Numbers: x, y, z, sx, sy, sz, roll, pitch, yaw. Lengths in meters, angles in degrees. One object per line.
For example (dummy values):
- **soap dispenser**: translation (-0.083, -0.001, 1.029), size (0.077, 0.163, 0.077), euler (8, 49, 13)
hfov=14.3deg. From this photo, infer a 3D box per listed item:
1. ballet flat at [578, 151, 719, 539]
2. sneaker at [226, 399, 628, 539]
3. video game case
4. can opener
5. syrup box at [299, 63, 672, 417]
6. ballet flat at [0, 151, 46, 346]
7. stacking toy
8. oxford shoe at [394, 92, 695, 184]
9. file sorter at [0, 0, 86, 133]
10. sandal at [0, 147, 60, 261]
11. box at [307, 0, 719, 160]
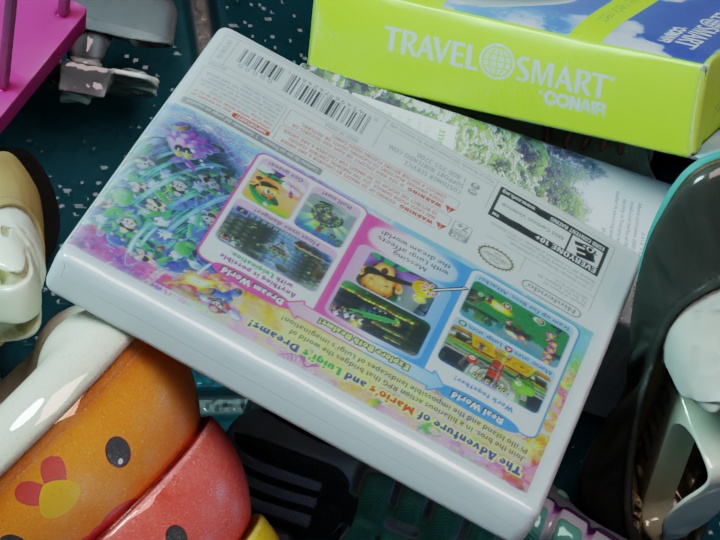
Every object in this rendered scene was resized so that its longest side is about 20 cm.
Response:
- **ballet flat**: translation (0.139, 0.045, 1.152), size (0.068, 0.200, 0.068), euler (-10, 46, -21)
- **sneaker**: translation (0.046, 0.082, 1.181), size (0.199, 0.075, 0.088), euler (23, 51, -2)
- **video game case**: translation (0.000, 0.000, 1.113), size (0.200, 0.024, 0.182), euler (29, 37, 0)
- **can opener**: translation (-0.179, -0.111, 1.230), size (0.199, 0.053, 0.067), euler (12, 86, -10)
- **syrup box**: translation (0.050, -0.009, 1.229), size (0.199, 0.081, 0.079), euler (18, 56, -8)
- **ballet flat**: translation (-0.154, 0.024, 1.083), size (0.063, 0.069, 0.200), euler (3, 38, 26)
- **stacking toy**: translation (-0.073, 0.115, 1.107), size (0.200, 0.146, 0.146), euler (45, 56, -6)
- **oxford shoe**: translation (0.103, -0.057, 1.278), size (0.199, 0.074, 0.071), euler (18, 61, -4)
- **file sorter**: translation (-0.212, -0.099, 1.106), size (0.139, 0.126, 0.200), euler (28, 57, 10)
- **sandal**: translation (-0.175, 0.021, 1.145), size (0.045, 0.075, 0.200), euler (5, 43, 37)
- **box**: translation (0.091, -0.097, 1.247), size (0.199, 0.048, 0.122), euler (14, 22, 19)
